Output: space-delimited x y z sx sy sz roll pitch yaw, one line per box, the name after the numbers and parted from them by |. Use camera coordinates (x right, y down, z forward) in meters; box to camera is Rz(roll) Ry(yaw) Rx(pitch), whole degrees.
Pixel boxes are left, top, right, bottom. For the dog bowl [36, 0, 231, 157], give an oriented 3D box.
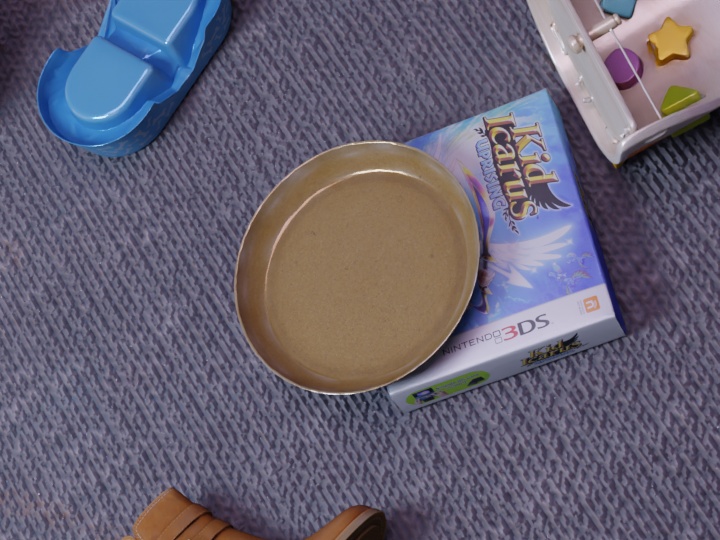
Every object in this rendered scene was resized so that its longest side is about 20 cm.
-0.181 -0.181 1.881 0.111 0.050 0.201 29 81 27 | dog bowl

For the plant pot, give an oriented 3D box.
0.000 0.000 1.709 0.198 0.027 0.202 -8 68 21 | plant pot

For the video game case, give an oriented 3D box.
0.087 -0.016 1.723 0.180 0.045 0.201 -20 64 10 | video game case

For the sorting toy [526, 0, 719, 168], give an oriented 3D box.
0.237 -0.183 1.715 0.179 0.107 0.201 -24 62 0 | sorting toy

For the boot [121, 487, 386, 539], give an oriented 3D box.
-0.091 0.210 1.679 0.200 0.074 0.155 -43 58 -5 | boot
